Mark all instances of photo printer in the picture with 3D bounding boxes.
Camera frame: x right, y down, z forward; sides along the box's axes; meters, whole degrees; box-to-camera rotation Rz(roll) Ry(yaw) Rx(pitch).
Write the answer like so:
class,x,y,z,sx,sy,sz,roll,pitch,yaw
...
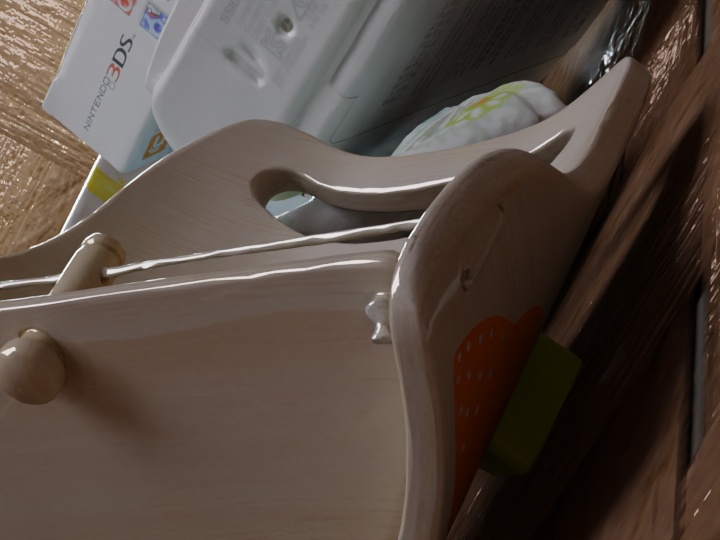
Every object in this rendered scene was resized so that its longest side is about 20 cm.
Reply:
class,x,y,z,sx,sy,sz,roll,pitch,yaw
photo printer,0.036,-0.115,0.911,0.200,0.069,0.167,-26,-27,-54

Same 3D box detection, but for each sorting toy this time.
class,x,y,z,sx,sy,sz,roll,pitch,yaw
sorting toy,-0.016,0.008,0.642,0.199,0.107,0.180,-7,29,34

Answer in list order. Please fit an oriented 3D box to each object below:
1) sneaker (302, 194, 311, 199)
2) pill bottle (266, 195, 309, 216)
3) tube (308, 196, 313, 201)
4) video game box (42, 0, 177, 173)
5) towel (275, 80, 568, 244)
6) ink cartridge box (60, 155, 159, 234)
class,x,y,z,sx,sy,sz,roll,pitch,yaw
sneaker,-0.005,-0.054,1.252,0.081,0.088,0.200,-57,5,45
pill bottle,-0.088,0.044,1.110,0.200,0.114,0.115,-27,27,42
tube,0.000,0.000,0.978,0.050,0.078,0.200,-27,20,32
video game box,-0.002,-0.138,0.967,0.200,0.047,0.182,-29,-24,-48
towel,-0.034,0.011,0.800,0.200,0.048,0.171,-29,1,-5
ink cartridge box,-0.054,-0.048,1.442,0.200,0.145,0.084,-58,6,43
